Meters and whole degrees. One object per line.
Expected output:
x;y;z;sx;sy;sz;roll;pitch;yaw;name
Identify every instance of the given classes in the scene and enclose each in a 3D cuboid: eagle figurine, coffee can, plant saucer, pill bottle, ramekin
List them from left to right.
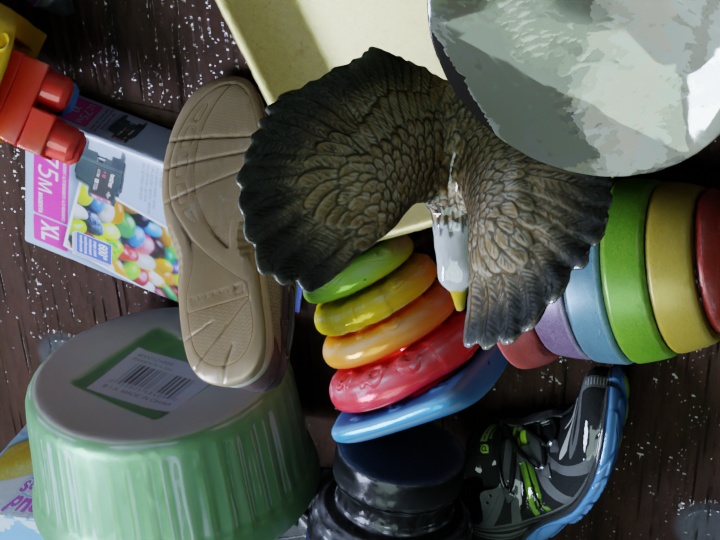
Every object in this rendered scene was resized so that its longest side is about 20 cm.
-0.131;0.108;1.170;0.200;0.200;0.098;8;122;23;ramekin
0.016;0.203;1.155;0.112;0.112;0.200;16;118;16;pill bottle
0.034;-0.128;0.973;0.200;0.048;0.200;-14;111;36;plant saucer
0.045;-0.047;0.846;0.152;0.200;0.151;-31;92;18;eagle figurine
0.133;-0.158;0.801;0.146;0.200;0.147;15;131;17;coffee can

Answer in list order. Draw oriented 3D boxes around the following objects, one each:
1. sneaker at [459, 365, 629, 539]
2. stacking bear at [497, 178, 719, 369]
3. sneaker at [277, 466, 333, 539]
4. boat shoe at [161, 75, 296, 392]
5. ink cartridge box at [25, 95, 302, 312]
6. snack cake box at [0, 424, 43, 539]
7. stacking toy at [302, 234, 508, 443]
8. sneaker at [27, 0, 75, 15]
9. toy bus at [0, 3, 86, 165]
0.113;0.127;1.137;0.083;0.071;0.200;30;138;-6;sneaker
0.179;-0.005;0.974;0.200;0.114;0.122;-6;123;26;stacking bear
-0.043;0.188;1.272;0.200;0.071;0.098;-1;126;26;sneaker
-0.076;-0.020;1.060;0.072;0.200;0.065;-13;158;17;boat shoe
-0.131;-0.037;1.155;0.200;0.042;0.119;20;133;10;ink cartridge box
-0.194;0.173;1.292;0.200;0.115;0.067;0;126;36;snack cake box
0.000;0.000;1.085;0.110;0.116;0.200;-20;104;35;stacking toy
-0.148;-0.220;1.006;0.088;0.076;0.200;35;139;-26;sneaker
-0.257;-0.123;1.038;0.192;0.136;0.200;25;179;1;toy bus
